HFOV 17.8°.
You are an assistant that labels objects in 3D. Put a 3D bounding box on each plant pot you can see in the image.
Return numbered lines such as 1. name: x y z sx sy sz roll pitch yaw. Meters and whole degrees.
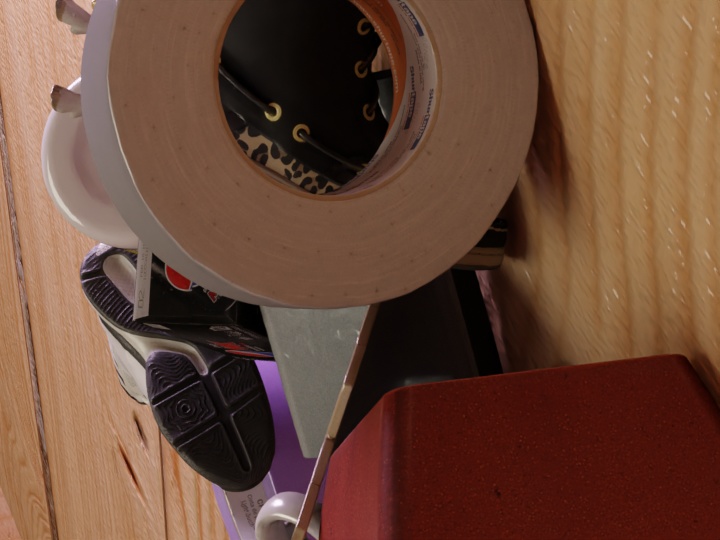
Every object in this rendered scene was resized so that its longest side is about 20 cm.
1. plant pot: 0.076 0.142 0.980 0.200 0.198 0.178 123 139 -69

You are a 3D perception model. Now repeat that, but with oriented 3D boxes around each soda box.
1. soda box: -0.072 0.010 1.354 0.200 0.063 0.071 33 -121 -75

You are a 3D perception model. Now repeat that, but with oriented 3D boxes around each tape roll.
1. tape roll: -0.053 0.146 1.598 0.200 0.065 0.202 162 90 -73
2. tape roll: -0.023 -0.083 1.029 0.066 0.199 0.202 -178 71 -72

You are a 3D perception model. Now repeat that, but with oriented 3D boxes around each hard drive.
1. hard drive: 0.000 0.000 1.218 0.139 0.033 0.202 -7 104 42

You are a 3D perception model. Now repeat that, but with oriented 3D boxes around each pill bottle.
1. pill bottle: -0.121 -0.063 1.447 0.200 0.112 0.113 21 -131 -79

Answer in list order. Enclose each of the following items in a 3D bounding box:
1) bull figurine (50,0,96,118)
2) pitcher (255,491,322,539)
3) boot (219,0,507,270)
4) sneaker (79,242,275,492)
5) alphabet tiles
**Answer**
1. bull figurine: -0.112 -0.152 1.149 0.065 0.120 0.201 -73 -21 -44
2. pitcher: 0.009 0.221 1.297 0.200 0.121 0.172 38 149 13
3. boot: 0.000 -0.096 1.110 0.073 0.199 0.152 -102 34 -85
4. sneaker: -0.112 0.076 1.528 0.201 0.075 0.116 55 169 26
5. alphabet tiles: -0.020 0.100 1.133 0.201 0.007 0.168 -72 0 -55
